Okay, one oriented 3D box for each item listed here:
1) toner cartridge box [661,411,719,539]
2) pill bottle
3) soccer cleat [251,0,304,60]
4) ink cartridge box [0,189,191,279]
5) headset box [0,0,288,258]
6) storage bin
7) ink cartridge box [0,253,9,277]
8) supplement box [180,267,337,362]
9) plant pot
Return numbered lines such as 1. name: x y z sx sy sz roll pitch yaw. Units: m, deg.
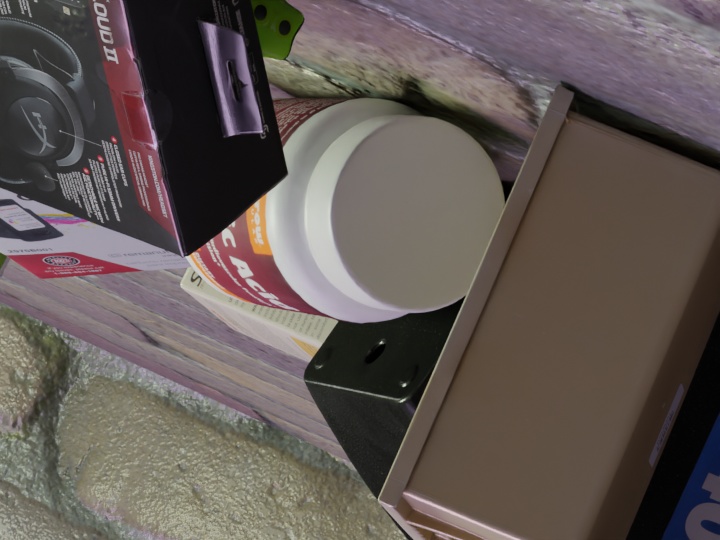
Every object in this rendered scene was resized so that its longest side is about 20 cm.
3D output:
1. toner cartridge box: 0.210 0.108 1.432 0.095 0.200 0.043 21 170 26
2. pill bottle: -0.012 -0.032 1.524 0.114 0.114 0.200 29 171 -23
3. soccer cleat: -0.094 -0.115 1.428 0.081 0.068 0.200 27 169 -22
4. ink cartridge box: -0.168 -0.068 1.714 0.145 0.083 0.200 -4 160 22
5. headset box: -0.124 -0.103 1.313 0.200 0.077 0.149 18 135 36
6. storage bin: 0.101 0.046 1.378 0.094 0.200 0.199 21 171 11
7. ink cartridge box: -0.297 -0.090 1.899 0.200 0.148 0.076 32 170 -39
8. supplement box: -0.009 0.030 2.057 0.200 0.074 0.126 23 172 19
9. plant pot: 0.092 0.061 1.597 0.177 0.200 0.200 41 167 -21
